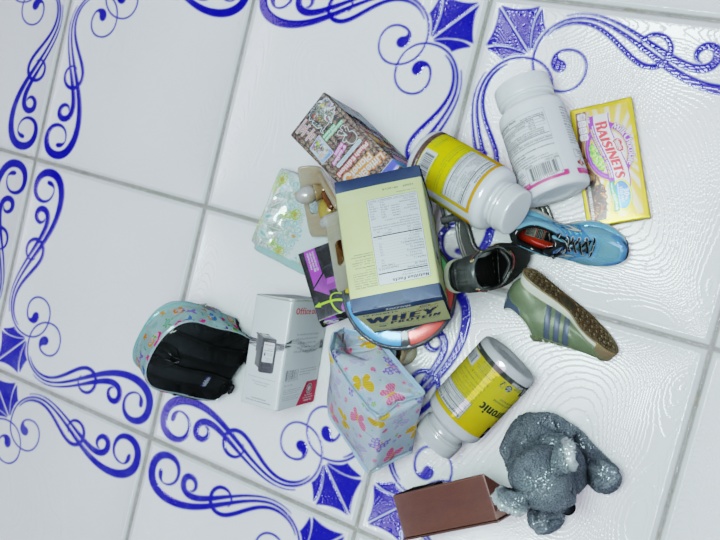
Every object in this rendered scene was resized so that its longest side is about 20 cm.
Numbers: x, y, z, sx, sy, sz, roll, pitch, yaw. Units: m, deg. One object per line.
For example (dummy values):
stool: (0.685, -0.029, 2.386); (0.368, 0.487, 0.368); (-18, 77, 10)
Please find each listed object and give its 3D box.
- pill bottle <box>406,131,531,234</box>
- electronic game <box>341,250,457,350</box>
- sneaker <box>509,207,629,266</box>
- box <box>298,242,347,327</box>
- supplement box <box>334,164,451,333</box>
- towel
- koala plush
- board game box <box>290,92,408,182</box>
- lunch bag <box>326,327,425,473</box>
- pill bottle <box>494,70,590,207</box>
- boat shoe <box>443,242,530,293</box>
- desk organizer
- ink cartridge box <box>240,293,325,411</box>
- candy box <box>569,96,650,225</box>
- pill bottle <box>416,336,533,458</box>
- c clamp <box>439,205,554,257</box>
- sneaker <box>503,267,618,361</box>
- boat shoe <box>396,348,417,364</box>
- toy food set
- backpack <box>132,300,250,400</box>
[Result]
pill bottle: (0.177, -0.141, 1.207); (0.199, 0.109, 0.110); (37, 102, 31)
electronic game: (0.066, 0.035, 1.260); (0.197, 0.042, 0.203); (-1, 79, 7)
sneaker: (0.331, -0.040, 1.197); (0.198, 0.090, 0.079); (12, 116, 15)
box: (0.000, 0.000, 1.329); (0.198, 0.036, 0.144); (-21, 63, 1)
supplement box: (0.055, -0.025, 1.149); (0.133, 0.200, 0.202); (-11, 75, 9)
towel: (-0.104, -0.086, 1.422); (0.199, 0.048, 0.173); (26, 98, 22)
koala plush: (0.286, 0.317, 1.156); (0.177, 0.200, 0.185); (-41, 73, 16)
board game box: (0.001, -0.202, 1.322); (0.200, 0.159, 0.097); (47, 105, 18)
lunch bag: (0.012, 0.212, 1.281); (0.200, 0.126, 0.171); (45, 145, 37)
pill bottle: (0.295, -0.217, 1.220); (0.112, 0.113, 0.202); (-19, 76, 21)
boat shoe: (0.219, -0.004, 1.188); (0.063, 0.200, 0.075); (-8, 94, 45)
desk organizer: (0.156, 0.395, 1.252); (0.199, 0.071, 0.078); (-26, 74, 35)
ink cartridge box: (-0.137, 0.145, 1.372); (0.083, 0.145, 0.203); (9, 92, 25)
candy box: (0.411, -0.177, 1.219); (0.101, 0.026, 0.203); (-9, 84, 20)
pill bottle: (0.188, 0.219, 1.250); (0.111, 0.111, 0.200); (45, 105, 18)
c clamp: (0.233, -0.094, 1.289); (0.198, 0.027, 0.173); (-13, 84, 21)
sneaker: (0.325, 0.091, 1.230); (0.200, 0.067, 0.090); (42, 125, 9)
boat shoe: (0.056, 0.071, 1.337); (0.071, 0.064, 0.202); (-19, 80, 21)
toy food set: (-0.065, -0.074, 1.249); (0.060, 0.201, 0.145); (-14, 124, -9)
backpack: (-0.335, 0.149, 1.429); (0.150, 0.199, 0.179); (41, 105, 39)
